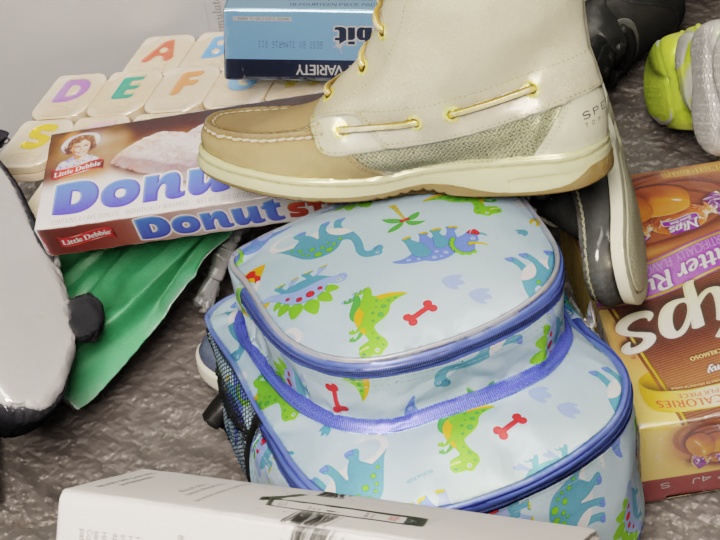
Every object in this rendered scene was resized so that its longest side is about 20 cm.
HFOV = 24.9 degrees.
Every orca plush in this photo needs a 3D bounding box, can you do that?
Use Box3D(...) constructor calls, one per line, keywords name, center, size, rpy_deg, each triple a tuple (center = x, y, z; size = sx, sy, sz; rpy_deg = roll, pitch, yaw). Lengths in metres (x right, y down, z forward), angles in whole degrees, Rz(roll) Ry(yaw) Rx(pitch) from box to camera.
Box3D(name="orca plush", center=(-0.204, 0.015, 0.850), size=(0.105, 0.071, 0.200), rpy_deg=(-4, 51, -43))

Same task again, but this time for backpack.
Box3D(name="backpack", center=(0.030, 0.056, 0.755), size=(0.182, 0.147, 0.200), rpy_deg=(-19, 39, -13))

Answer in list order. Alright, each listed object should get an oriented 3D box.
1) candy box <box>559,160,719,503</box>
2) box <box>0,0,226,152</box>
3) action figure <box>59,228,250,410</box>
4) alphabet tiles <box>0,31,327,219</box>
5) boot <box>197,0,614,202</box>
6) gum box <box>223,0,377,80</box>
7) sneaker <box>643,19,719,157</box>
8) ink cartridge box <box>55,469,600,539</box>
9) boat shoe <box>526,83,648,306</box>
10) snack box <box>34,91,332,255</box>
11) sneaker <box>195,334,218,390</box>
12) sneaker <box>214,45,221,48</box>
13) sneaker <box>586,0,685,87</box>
Box3D(name="candy box", center=(0.177, 0.023, 0.841), size=(0.116, 0.057, 0.200), rpy_deg=(-9, 40, 0))
Box3D(name="box", center=(-0.179, -0.196, 1.071), size=(0.199, 0.199, 0.131), rpy_deg=(-13, 39, -5))
Box3D(name="action figure", center=(-0.109, -0.013, 0.911), size=(0.200, 0.055, 0.118), rpy_deg=(-44, 50, -13))
Box3D(name="alphabet tiles", center=(-0.110, -0.087, 0.941), size=(0.199, 0.015, 0.196), rpy_deg=(-1, 39, 24))
Box3D(name="boot", center=(0.013, -0.112, 0.748), size=(0.199, 0.155, 0.072), rpy_deg=(0, 25, 16))
Box3D(name="gum box", center=(0.013, -0.164, 0.968), size=(0.169, 0.045, 0.200), rpy_deg=(1, 25, 2))
Box3D(name="sneaker", center=(0.237, -0.110, 0.942), size=(0.105, 0.076, 0.200), rpy_deg=(-1, 14, -6))
Box3D(name="ink cartridge box", center=(-0.015, 0.163, 0.626), size=(0.199, 0.147, 0.084), rpy_deg=(6, 1, 17))
Box3D(name="boat shoe", center=(0.109, -0.043, 0.845), size=(0.067, 0.072, 0.200), rpy_deg=(-15, 34, 8))
Box3D(name="snack box", center=(-0.068, -0.054, 0.849), size=(0.199, 0.024, 0.072), rpy_deg=(-8, 49, 9))
Box3D(name="sneaker", center=(0.000, 0.000, 0.882), size=(0.199, 0.085, 0.075), rpy_deg=(-22, 40, -15))
Box3D(name="sneaker", center=(-0.021, -0.099, 0.993), size=(0.200, 0.078, 0.099), rpy_deg=(40, 92, 34))
Box3D(name="sneaker", center=(0.130, -0.115, 1.026), size=(0.199, 0.076, 0.088), rpy_deg=(-25, 55, -13))
